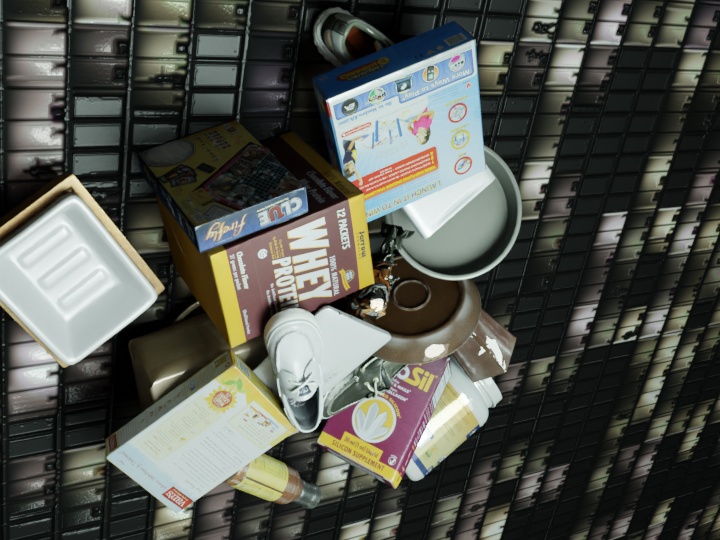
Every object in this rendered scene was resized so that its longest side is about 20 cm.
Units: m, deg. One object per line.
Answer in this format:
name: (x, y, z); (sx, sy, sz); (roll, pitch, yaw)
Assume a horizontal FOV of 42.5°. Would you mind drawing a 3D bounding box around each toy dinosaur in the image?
toy dinosaur: (0.000, 0.000, 1.249); (0.101, 0.199, 0.139); (5, 100, -33)

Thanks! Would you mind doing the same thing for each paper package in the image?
paper package: (-0.191, 0.159, 1.243); (0.197, 0.103, 0.194); (-19, 127, -23)

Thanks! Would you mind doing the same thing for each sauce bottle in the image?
sauce bottle: (-0.139, 0.329, 1.448); (0.066, 0.066, 0.199); (-49, 133, 3)

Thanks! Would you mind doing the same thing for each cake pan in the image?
cake pan: (0.129, -0.086, 1.312); (0.196, 0.037, 0.205); (0, 84, -4)

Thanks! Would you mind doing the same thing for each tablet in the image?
tablet: (-0.067, 0.125, 1.184); (0.200, 0.014, 0.129); (-42, 137, 22)

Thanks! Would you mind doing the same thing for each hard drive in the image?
hard drive: (0.078, -0.164, 1.255); (0.131, 0.027, 0.201); (-39, 107, -7)

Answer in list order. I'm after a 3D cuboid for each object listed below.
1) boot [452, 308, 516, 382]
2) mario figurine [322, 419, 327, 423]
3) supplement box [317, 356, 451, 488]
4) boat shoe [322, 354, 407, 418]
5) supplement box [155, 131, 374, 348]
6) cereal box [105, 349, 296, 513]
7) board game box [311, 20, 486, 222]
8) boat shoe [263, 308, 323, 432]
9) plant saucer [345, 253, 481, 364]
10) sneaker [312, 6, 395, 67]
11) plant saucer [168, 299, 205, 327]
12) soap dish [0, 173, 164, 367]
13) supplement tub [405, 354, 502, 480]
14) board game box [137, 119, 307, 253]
boot: (0.184, 0.050, 1.416); (0.186, 0.064, 0.200); (-44, 89, 13)
mario figurine: (-0.058, 0.137, 1.393); (0.124, 0.105, 0.203); (-48, 159, -51)
supplement box: (0.039, 0.203, 1.386); (0.203, 0.129, 0.103); (-63, 166, -14)
boat shoe: (0.015, 0.142, 1.309); (0.200, 0.064, 0.071); (-43, 143, -9)
supplement box: (-0.119, -0.046, 1.137); (0.197, 0.197, 0.135); (-23, 129, -20)
cereal box: (-0.198, 0.205, 1.159); (0.198, 0.040, 0.144); (-34, 127, 5)
board game box: (0.054, -0.179, 1.155); (0.197, 0.056, 0.198); (-23, 135, -11)
boat shoe: (-0.075, 0.126, 1.115); (0.071, 0.069, 0.202); (-10, 141, -14)
plant saucer: (0.073, 0.043, 1.318); (0.198, 0.201, 0.032); (-29, 140, -15)
sneaker: (0.028, -0.253, 1.164); (0.198, 0.079, 0.075); (29, 93, -31)
plant saucer: (-0.194, 0.108, 1.297); (0.197, 0.029, 0.203); (-18, 127, -25)
soap dish: (-0.348, -0.002, 1.088); (0.156, 0.081, 0.201); (-38, 132, -8)
supplement tub: (0.118, 0.225, 1.501); (0.199, 0.144, 0.145); (-39, 132, -6)
board game box: (-0.162, -0.103, 1.069); (0.134, 0.200, 0.035); (-22, 129, -20)
